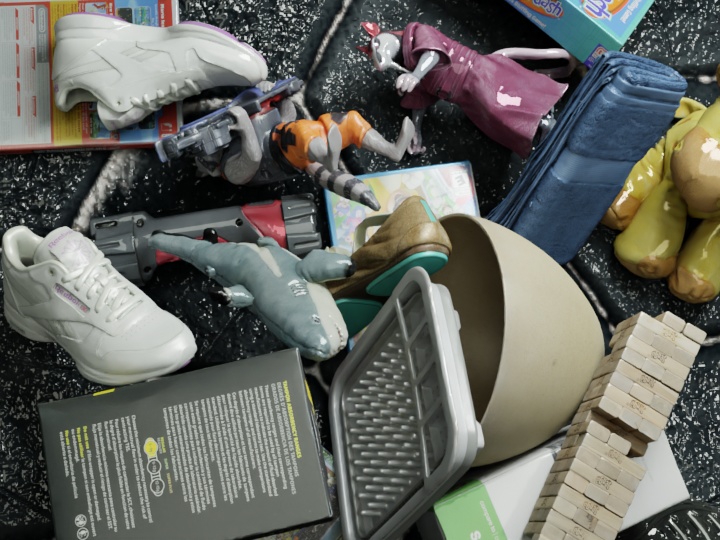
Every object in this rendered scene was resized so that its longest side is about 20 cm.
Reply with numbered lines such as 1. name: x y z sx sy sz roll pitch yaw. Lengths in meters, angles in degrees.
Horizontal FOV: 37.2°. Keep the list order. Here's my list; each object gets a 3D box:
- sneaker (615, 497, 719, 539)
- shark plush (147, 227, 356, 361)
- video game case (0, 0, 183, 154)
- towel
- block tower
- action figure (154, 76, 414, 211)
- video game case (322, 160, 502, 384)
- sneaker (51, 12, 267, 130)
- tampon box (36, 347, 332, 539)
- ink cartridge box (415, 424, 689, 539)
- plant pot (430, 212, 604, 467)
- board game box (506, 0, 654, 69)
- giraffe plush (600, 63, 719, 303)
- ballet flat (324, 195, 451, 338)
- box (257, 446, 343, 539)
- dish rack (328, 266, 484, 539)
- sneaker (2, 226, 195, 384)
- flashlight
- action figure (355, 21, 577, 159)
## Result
1. sneaker: 0.249 0.257 0.930 0.197 0.080 0.074 -11 41 -20
2. shark plush: -0.088 0.004 0.859 0.199 0.092 0.083 37 37 15
3. video game case: -0.263 -0.180 0.977 0.196 0.017 0.146 -3 80 -6
4. towel: 0.191 -0.092 0.919 0.110 0.202 0.049 1 40 -41
5. block tower: 0.187 0.127 0.800 0.053 0.058 0.202 28 75 1
6. action figure: -0.078 -0.097 0.910 0.199 0.191 0.106 -35 120 -46
7. video game case: 0.049 0.008 0.973 0.140 0.018 0.204 -8 81 -7
8. sneaker: -0.177 -0.167 0.937 0.196 0.075 0.102 7 83 11
9. tampon box: -0.127 0.151 0.827 0.196 0.150 0.129 -12 77 -4
10. ink cartridge box: 0.151 0.189 0.887 0.197 0.146 0.086 -22 82 -8
11. plant pot: 0.120 0.064 0.878 0.132 0.200 0.204 8 79 -24
12. board game box: 0.182 -0.293 0.994 0.199 0.045 0.153 39 51 1
13. giraffe plush: 0.315 -0.088 0.941 0.171 0.162 0.202 30 79 1
14. ballet flat: 0.000 0.000 0.901 0.067 0.200 0.073 9 57 -35
15. box: -0.093 0.231 0.911 0.136 0.038 0.201 41 79 3
16. dish rack: 0.034 0.116 0.838 0.043 0.201 0.174 8 52 -24
17. sneaker: -0.221 0.026 0.863 0.197 0.101 0.075 19 38 24
18. flashlight: -0.133 -0.021 0.942 0.196 0.068 0.069 -11 56 -4
19. action figure: 0.090 -0.179 0.952 0.198 0.134 0.151 29 78 -3
